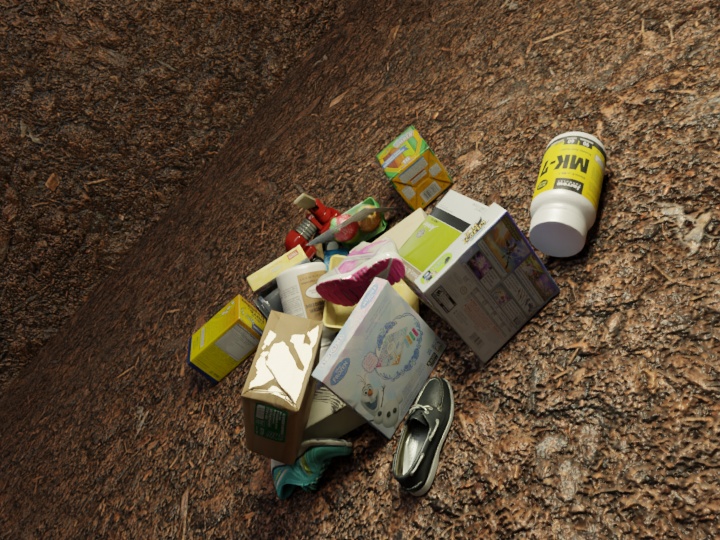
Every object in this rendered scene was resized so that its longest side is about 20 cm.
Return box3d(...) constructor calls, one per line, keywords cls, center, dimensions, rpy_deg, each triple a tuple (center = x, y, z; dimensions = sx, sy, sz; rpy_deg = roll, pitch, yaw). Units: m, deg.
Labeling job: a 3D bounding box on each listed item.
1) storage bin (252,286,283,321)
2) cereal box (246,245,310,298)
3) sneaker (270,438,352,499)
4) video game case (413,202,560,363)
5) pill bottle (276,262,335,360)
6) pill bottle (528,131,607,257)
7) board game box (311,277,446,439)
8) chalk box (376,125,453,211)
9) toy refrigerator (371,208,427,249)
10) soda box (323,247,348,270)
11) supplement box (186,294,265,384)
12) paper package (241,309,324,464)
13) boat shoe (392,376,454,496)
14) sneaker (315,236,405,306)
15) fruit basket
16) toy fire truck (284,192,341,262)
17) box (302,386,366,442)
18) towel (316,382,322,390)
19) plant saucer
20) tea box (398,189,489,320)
box3d(cls="storage bin", center=(-0.154, 0.093, 1.337), dimensions=(0.134, 0.146, 0.200), rpy_deg=(-41, -7, -11))
box3d(cls="cereal box", center=(-0.181, 0.011, 1.344), dimensions=(0.141, 0.040, 0.200), rpy_deg=(-32, -10, -5))
box3d(cls="sneaker", center=(-0.089, 0.367, 1.063), dimensions=(0.198, 0.076, 0.082), rpy_deg=(-34, 52, 29))
box3d(cls="video game case", center=(0.211, 0.025, 0.934), dimensions=(0.181, 0.200, 0.046), rpy_deg=(-42, 30, 4))
box3d(cls="pill bottle", center=(-0.102, 0.096, 1.195), dimensions=(0.112, 0.113, 0.207), rpy_deg=(-21, 80, 34))
box3d(cls="pill bottle", center=(0.365, -0.134, 1.006), dimensions=(0.112, 0.114, 0.204), rpy_deg=(-9, 48, 44))
box3d(cls="board game box", center=(0.039, 0.156, 0.999), dimensions=(0.043, 0.199, 0.202), rpy_deg=(15, 65, 54))
box3d(cls="chalk box", center=(0.127, -0.263, 1.421), dimensions=(0.124, 0.124, 0.202), rpy_deg=(-38, 33, 11))
box3d(cls="toy refrigerator", center=(0.083, -0.043, 1.291), dimensions=(0.198, 0.070, 0.077), rpy_deg=(-36, 40, 19))
box3d(cls="soda box", center=(-0.053, 0.039, 1.343), dimensions=(0.062, 0.069, 0.203), rpy_deg=(-7, 41, 3))
box3d(cls="supplement box", center=(-0.359, 0.185, 1.530), dimensions=(0.198, 0.109, 0.111), rpy_deg=(-39, 32, 11))
box3d(cls="paper package", center=(-0.136, 0.209, 1.017), dimensions=(0.100, 0.203, 0.194), rpy_deg=(12, 48, 1))
box3d(cls="boat shoe", center=(0.104, 0.260, 0.939), dimensions=(0.074, 0.060, 0.204), rpy_deg=(-17, 43, 38))
box3d(cls="sneaker", center=(0.000, 0.000, 1.102), dimensions=(0.195, 0.082, 0.090), rpy_deg=(-21, 39, 23))
box3d(cls="fruit basket", center=(-0.022, -0.117, 1.387), dimensions=(0.182, 0.198, 0.096), rpy_deg=(-29, 78, 26))
box3d(cls="toy fire truck", center=(-0.136, -0.113, 1.501), dimensions=(0.177, 0.200, 0.128), rpy_deg=(-49, 31, -6))
box3d(cls="box", center=(-0.044, 0.266, 1.102), dimensions=(0.197, 0.068, 0.083), rpy_deg=(-34, 33, 19))
box3d(cls="towel", center=(-0.095, 0.234, 1.243), dimensions=(0.196, 0.023, 0.147), rpy_deg=(-21, 40, 36))
box3d(cls="plant saucer", center=(0.023, 0.065, 1.180), dimensions=(0.204, 0.192, 0.049), rpy_deg=(-86, 5, -46))
box3d(cls="tea box", center=(0.188, -0.014, 1.068), dimensions=(0.197, 0.134, 0.200), rpy_deg=(-46, 31, -1))
